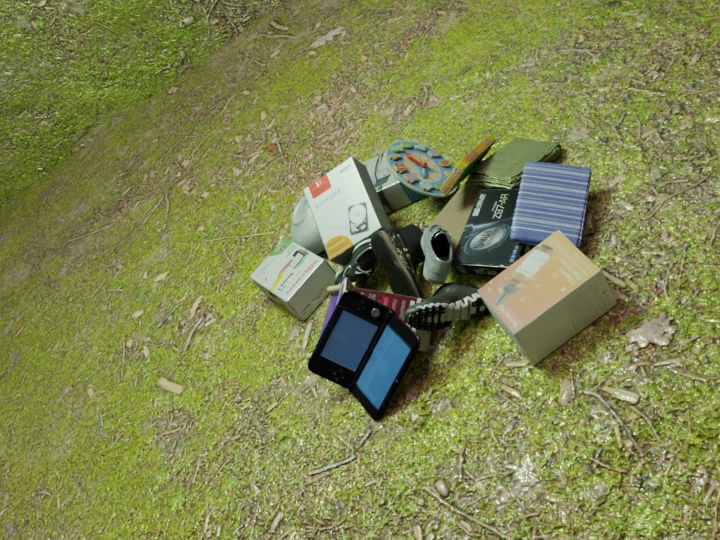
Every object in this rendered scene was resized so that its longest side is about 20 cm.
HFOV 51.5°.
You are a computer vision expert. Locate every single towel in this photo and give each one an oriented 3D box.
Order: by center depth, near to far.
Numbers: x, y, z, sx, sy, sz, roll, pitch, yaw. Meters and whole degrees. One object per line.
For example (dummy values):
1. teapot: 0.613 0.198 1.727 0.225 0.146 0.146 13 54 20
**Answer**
1. towel: 0.396 -0.135 1.549 0.143 0.024 0.202 9 63 16
2. towel: 0.357 -0.247 1.735 0.199 0.037 0.148 -38 36 -25

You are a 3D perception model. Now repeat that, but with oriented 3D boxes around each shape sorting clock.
1. shape sorting clock: 0.153 -0.255 1.844 0.039 0.197 0.202 117 163 -44

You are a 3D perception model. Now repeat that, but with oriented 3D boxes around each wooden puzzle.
1. wooden puzzle: 0.266 -0.126 1.735 0.201 0.037 0.184 -53 40 -9

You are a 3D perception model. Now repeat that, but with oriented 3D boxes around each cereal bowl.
1. cereal bowl: -0.123 -0.144 1.977 0.200 0.083 0.202 -41 34 35

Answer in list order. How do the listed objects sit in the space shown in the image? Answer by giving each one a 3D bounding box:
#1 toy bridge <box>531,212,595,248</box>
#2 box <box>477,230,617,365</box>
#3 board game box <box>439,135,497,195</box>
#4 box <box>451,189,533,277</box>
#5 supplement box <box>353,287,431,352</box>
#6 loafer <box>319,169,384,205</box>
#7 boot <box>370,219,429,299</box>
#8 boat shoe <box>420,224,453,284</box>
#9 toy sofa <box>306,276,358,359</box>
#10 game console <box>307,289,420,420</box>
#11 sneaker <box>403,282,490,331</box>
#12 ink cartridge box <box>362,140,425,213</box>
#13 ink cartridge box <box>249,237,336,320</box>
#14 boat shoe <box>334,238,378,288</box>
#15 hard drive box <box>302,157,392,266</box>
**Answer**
1. toy bridge: 0.394 -0.070 1.575 0.198 0.027 0.068 -11 47 32
2. box: 0.354 0.050 1.426 0.199 0.107 0.153 -37 38 2
3. board game box: 0.259 -0.253 1.768 0.200 0.030 0.096 -39 -13 -48
4. box: 0.300 -0.082 1.607 0.159 0.044 0.202 5 61 41
5. supplement box: 0.063 0.105 1.617 0.198 0.060 0.111 9 86 43
6. loafer: -0.027 -0.186 1.878 0.199 0.072 0.064 33 104 28
7. boot: 0.123 -0.016 1.684 0.150 0.202 0.073 -24 -11 -38
8. boat shoe: 0.173 -0.051 1.610 0.202 0.069 0.072 -82 13 -55
9. toy sofa: -0.060 0.118 1.705 0.082 0.098 0.202 -11 47 32
10. game console: 0.002 0.171 1.534 0.202 0.171 0.119 -62 10 13
11. sneaker: 0.171 0.069 1.535 0.197 0.067 0.091 -11 35 -19
12. ink cartridge box: 0.067 -0.229 1.953 0.198 0.086 0.148 -21 43 20
13. ink cartridge box: -0.168 0.019 1.901 0.145 0.084 0.199 -48 39 -12
14. boat shoe: 0.000 0.000 1.752 0.200 0.075 0.061 125 152 -49
15. hard drive box: -0.030 -0.139 1.782 0.155 0.077 0.202 -32 66 20
